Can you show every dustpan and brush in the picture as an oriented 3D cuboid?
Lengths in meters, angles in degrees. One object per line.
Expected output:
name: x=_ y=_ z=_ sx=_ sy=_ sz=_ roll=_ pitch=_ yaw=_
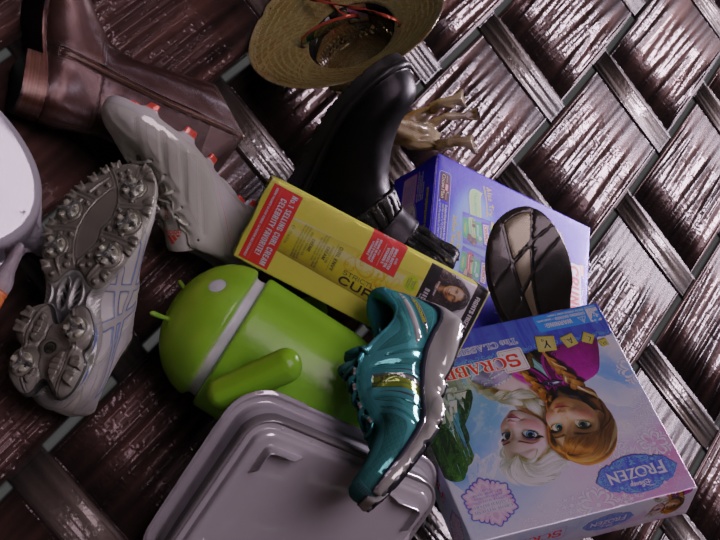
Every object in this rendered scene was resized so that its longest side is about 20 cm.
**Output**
dustpan and brush: x=-0.269 y=-0.041 z=1.105 sx=0.199 sy=0.057 sz=0.140 roll=32 pitch=64 yaw=-17

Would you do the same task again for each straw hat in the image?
straw hat: x=-0.002 y=-0.202 z=1.342 sx=0.202 sy=0.200 sz=0.085 roll=-65 pitch=147 yaw=-37

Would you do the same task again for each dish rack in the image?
dish rack: x=-0.046 y=0.193 z=1.104 sx=0.199 sy=0.172 sz=0.044 roll=26 pitch=16 yaw=-30

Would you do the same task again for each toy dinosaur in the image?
toy dinosaur: x=0.053 y=-0.128 z=1.335 sx=0.200 sy=0.100 sz=0.059 roll=12 pitch=69 yaw=-70

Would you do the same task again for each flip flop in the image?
flip flop: x=0.160 y=0.038 z=1.312 sx=0.081 sy=0.058 sz=0.201 roll=-28 pitch=109 yaw=-11

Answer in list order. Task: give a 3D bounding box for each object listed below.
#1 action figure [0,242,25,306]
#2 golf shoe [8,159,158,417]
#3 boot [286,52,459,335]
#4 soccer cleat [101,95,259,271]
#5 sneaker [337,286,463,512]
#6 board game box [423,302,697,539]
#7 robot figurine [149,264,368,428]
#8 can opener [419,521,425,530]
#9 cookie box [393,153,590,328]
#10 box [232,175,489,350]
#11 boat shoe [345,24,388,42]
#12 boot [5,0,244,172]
action figure: x=-0.310 y=0.039 z=0.965 sx=0.199 sy=0.104 sz=0.195 roll=26 pitch=48 yaw=-36
golf shoe: x=-0.201 y=0.016 z=1.105 sx=0.097 sy=0.078 sz=0.201 roll=64 pitch=43 yaw=-62
boot: x=0.026 y=-0.060 z=1.231 sx=0.158 sy=0.212 sz=0.079 roll=39 pitch=26 yaw=11
soccer cleat: x=-0.144 y=-0.059 z=1.175 sx=0.078 sy=0.069 sz=0.200 roll=-53 pitch=125 yaw=-15
sneaker: x=0.016 y=0.094 z=1.080 sx=0.079 sy=0.078 sz=0.201 roll=29 pitch=42 yaw=-12
board game box: x=0.144 y=0.130 z=1.197 sx=0.198 sy=0.041 sz=0.200 roll=-11 pitch=52 yaw=-16
robot figurine: x=-0.072 y=0.075 z=1.149 sx=0.199 sy=0.116 sz=0.176 roll=33 pitch=18 yaw=-3
can opener: x=-0.021 y=0.193 z=1.193 sx=0.199 sy=0.066 sz=0.053 roll=10 pitch=68 yaw=-42
cookie box: x=0.121 y=0.011 z=1.377 sx=0.199 sy=0.075 sz=0.172 roll=23 pitch=59 yaw=-29
box: x=0.000 y=0.000 z=1.174 sx=0.199 sy=0.050 sz=0.076 roll=29 pitch=92 yaw=-6
boat shoe: x=-0.001 y=-0.306 z=1.425 sx=0.071 sy=0.064 sz=0.201 roll=-18 pitch=83 yaw=-42
boot: x=-0.185 y=-0.179 z=1.218 sx=0.199 sy=0.064 sz=0.188 roll=18 pitch=73 yaw=-29
